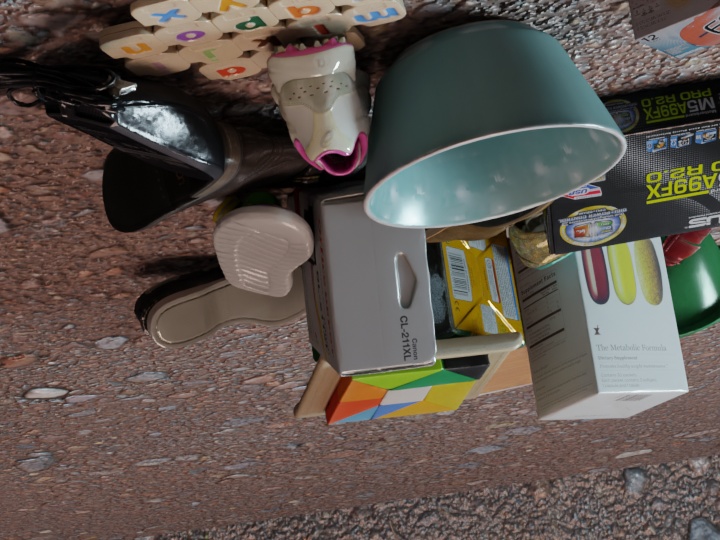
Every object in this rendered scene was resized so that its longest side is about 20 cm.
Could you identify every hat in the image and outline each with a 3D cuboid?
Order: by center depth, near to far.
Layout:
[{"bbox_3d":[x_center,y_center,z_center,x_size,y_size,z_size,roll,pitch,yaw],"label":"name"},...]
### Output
[{"bbox_3d":[0.303,-0.044,1.823,0.199,0.166,0.177,-12,122,20],"label":"hat"}]

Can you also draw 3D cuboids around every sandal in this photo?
[{"bbox_3d":[-0.083,-0.029,1.500,0.082,0.050,0.203,14,161,-6],"label":"sandal"}]

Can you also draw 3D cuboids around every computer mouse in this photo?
[{"bbox_3d":[-0.163,-0.117,1.273,0.138,0.053,0.200,13,173,35],"label":"computer mouse"}]

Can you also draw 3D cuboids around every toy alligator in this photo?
[{"bbox_3d":[-0.092,-0.033,1.633,0.054,0.059,0.200,-48,168,-11],"label":"toy alligator"}]

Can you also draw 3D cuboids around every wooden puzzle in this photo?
[{"bbox_3d":[0.041,0.105,1.664,0.184,0.037,0.200,-5,163,-13],"label":"wooden puzzle"}]

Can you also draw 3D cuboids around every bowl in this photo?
[{"bbox_3d":[0.089,-0.114,1.332,0.200,0.106,0.201,-12,163,-4],"label":"bowl"}]

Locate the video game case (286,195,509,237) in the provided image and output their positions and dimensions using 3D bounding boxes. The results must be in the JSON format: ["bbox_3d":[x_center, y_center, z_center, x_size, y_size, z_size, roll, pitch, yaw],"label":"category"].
[{"bbox_3d":[0.041,-0.049,1.689,0.199,0.024,0.182,-10,164,4],"label":"video game case"}]

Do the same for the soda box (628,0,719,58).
[{"bbox_3d":[0.273,-0.208,1.183,0.199,0.069,0.063,-19,161,36],"label":"soda box"}]

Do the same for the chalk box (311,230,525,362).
[{"bbox_3d":[0.037,0.036,1.715,0.199,0.126,0.124,-20,160,35],"label":"chalk box"}]

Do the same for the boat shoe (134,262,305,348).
[{"bbox_3d":[-0.128,0.024,1.787,0.199,0.074,0.060,-19,-150,-22],"label":"boat shoe"}]

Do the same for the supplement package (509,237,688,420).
[{"bbox_3d":[0.231,0.037,1.763,0.113,0.201,0.109,0,162,-28],"label":"supplement package"}]

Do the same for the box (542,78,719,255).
[{"bbox_3d":[0.254,-0.090,1.545,0.199,0.044,0.161,-9,145,2],"label":"box"}]

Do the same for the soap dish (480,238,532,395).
[{"bbox_3d":[0.092,0.055,1.858,0.199,0.158,0.081,-13,147,14],"label":"soap dish"}]

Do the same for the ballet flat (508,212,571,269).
[{"bbox_3d":[0.225,-0.066,1.660,0.199,0.071,0.071,-26,158,22],"label":"ballet flat"}]

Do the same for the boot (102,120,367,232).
[{"bbox_3d":[-0.096,-0.077,1.457,0.174,0.070,0.199,-4,173,-44],"label":"boot"}]

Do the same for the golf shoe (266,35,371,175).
[{"bbox_3d":[-0.026,-0.109,1.306,0.075,0.092,0.200,-12,175,6],"label":"golf shoe"}]

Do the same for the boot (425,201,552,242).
[{"bbox_3d":[0.113,-0.063,1.538,0.075,0.074,0.200,11,165,-36],"label":"boot"}]

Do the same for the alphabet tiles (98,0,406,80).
[{"bbox_3d":[-0.073,-0.169,1.220,0.199,0.015,0.196,-12,170,11],"label":"alphabet tiles"}]

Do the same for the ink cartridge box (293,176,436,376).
[{"bbox_3d":[0.000,0.000,1.504,0.082,0.147,0.200,-7,-174,-7],"label":"ink cartridge box"}]
